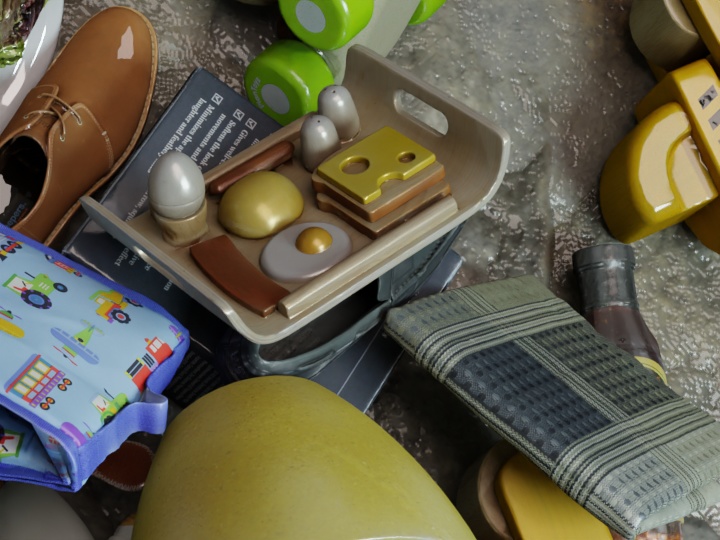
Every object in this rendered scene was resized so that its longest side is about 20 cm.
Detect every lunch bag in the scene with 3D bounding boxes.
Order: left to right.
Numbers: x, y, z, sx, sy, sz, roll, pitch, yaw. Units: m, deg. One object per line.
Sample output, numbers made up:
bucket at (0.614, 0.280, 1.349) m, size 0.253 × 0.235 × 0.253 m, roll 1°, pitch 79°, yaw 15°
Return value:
lunch bag at (-0.193, 0.042, 1.119) m, size 0.200 × 0.094 × 0.151 m, roll 18°, pitch 27°, yaw 12°

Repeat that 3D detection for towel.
towel at (0.122, 0.077, 1.223) m, size 0.192 × 0.035 × 0.200 m, roll 39°, pitch 22°, yaw 20°

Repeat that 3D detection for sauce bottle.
sauce bottle at (0.165, 0.083, 1.339) m, size 0.066 × 0.066 × 0.200 m, roll -1°, pitch 74°, yaw -20°

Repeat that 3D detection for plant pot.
plant pot at (-0.041, 0.142, 1.120) m, size 0.200 × 0.200 × 0.142 m, roll -4°, pitch 51°, yaw -20°

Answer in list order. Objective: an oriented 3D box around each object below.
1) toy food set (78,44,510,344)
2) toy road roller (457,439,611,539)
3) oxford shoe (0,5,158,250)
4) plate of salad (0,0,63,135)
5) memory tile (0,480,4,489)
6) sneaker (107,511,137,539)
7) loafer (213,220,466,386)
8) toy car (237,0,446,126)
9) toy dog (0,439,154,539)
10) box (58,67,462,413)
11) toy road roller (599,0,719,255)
toy food set at (-0.035, -0.051, 1.150) m, size 0.200 × 0.060 × 0.143 m, roll -33°, pitch 44°, yaw -24°
toy road roller at (0.084, 0.208, 1.238) m, size 0.146 × 0.123 × 0.200 m, roll -18°, pitch 79°, yaw -11°
oxford shoe at (-0.178, -0.083, 1.254) m, size 0.071 × 0.071 × 0.200 m, roll 23°, pitch 69°, yaw 7°
plate of salad at (-0.234, -0.143, 1.211) m, size 0.048 × 0.200 × 0.200 m, roll 19°, pitch 61°, yaw 32°
memory tile at (-0.279, 0.084, 1.209) m, size 0.153 × 0.017 × 0.200 m, roll -24°, pitch 83°, yaw -24°
sneaker at (-0.077, 0.230, 1.215) m, size 0.200 × 0.075 × 0.088 m, roll 37°, pitch 77°, yaw 2°
loafer at (0.000, 0.000, 1.185) m, size 0.068 × 0.070 × 0.201 m, roll 47°, pitch 65°, yaw -2°
toy car at (-0.051, -0.219, 1.319) m, size 0.200 × 0.158 × 0.164 m, roll 39°, pitch 53°, yaw 8°
toy dog at (-0.169, 0.126, 1.153) m, size 0.132 × 0.096 × 0.200 m, roll -2°, pitch 65°, yaw -51°
box at (-0.068, 0.005, 1.257) m, size 0.200 × 0.107 × 0.149 m, roll 36°, pitch 65°, yaw -5°
toy road roller at (0.217, -0.103, 1.386) m, size 0.146 × 0.123 × 0.200 m, roll -24°, pitch 83°, yaw -13°
